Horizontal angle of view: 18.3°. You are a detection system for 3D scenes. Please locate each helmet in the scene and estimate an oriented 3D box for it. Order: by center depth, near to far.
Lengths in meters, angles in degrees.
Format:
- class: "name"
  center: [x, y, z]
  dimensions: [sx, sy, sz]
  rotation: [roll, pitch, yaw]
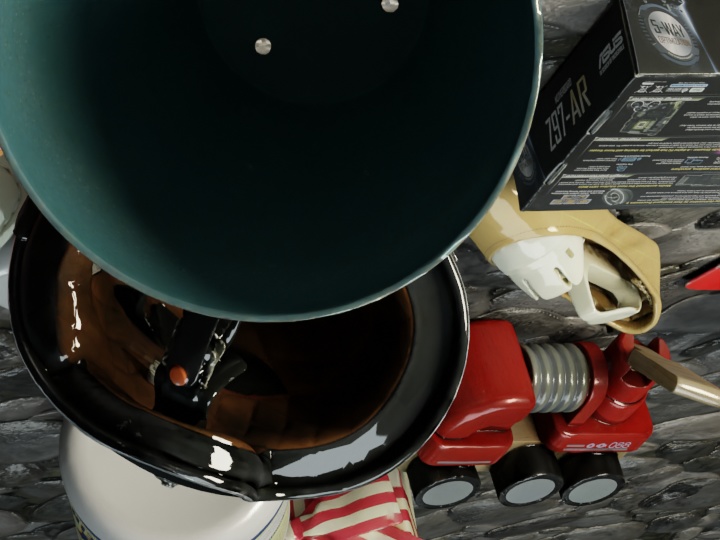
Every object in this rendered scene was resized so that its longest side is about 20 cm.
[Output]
- class: "helmet"
  center: [-0.053, 0.015, 1.063]
  dimensions: [0.200, 0.200, 0.191]
  rotation: [-19, 168, 25]

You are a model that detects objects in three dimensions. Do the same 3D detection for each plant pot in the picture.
- class: "plant pot"
  center: [-0.028, -0.095, 0.832]
  dimensions: [0.200, 0.201, 0.135]
  rotation: [-13, -167, 12]

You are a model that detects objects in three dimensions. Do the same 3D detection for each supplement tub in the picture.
- class: "supplement tub"
  center: [-0.116, 0.138, 1.433]
  dimensions: [0.145, 0.145, 0.200]
  rotation: [-7, 159, -6]

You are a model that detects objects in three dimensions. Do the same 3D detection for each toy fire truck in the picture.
- class: "toy fire truck"
  center: [0.131, 0.080, 1.444]
  dimensions: [0.176, 0.129, 0.200]
  rotation: [3, 145, -27]

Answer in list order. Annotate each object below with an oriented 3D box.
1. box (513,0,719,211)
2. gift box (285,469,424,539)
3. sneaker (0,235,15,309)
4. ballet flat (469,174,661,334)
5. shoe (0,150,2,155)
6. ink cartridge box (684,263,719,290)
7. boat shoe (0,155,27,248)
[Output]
- class: "box"
  center: [0.194, -0.082, 1.124]
  dimensions: [0.200, 0.044, 0.160]
  rotation: [-2, 159, -18]
- class: "gift box"
  center: [-0.028, 0.220, 1.626]
  dimensions: [0.184, 0.200, 0.187]
  rotation: [-15, 158, 1]
- class: "sneaker"
  center: [-0.131, 0.027, 1.195]
  dimensions: [0.078, 0.100, 0.200]
  rotation: [-23, 155, 34]
- class: "ballet flat"
  center: [0.120, -0.008, 1.263]
  dimensions: [0.069, 0.063, 0.200]
  rotation: [-22, 156, 30]
- class: "shoe"
  center: [-0.156, -0.071, 0.963]
  dimensions: [0.091, 0.072, 0.200]
  rotation: [6, 151, -22]
- class: "ink cartridge box"
  center: [0.320, 0.027, 1.431]
  dimensions: [0.200, 0.067, 0.116]
  rotation: [7, 154, -35]
- class: "boat shoe"
  center: [-0.243, -0.018, 1.092]
  dimensions: [0.201, 0.061, 0.072]
  rotation: [-25, 111, 18]
